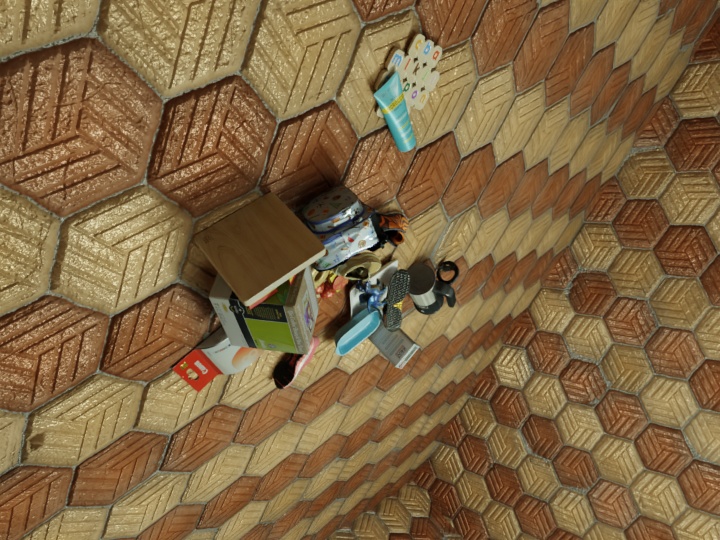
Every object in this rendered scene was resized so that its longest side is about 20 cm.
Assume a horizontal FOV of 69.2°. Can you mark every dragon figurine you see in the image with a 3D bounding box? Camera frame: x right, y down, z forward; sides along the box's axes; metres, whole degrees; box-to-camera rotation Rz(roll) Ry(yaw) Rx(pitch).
[{"bbox_3d":[0.031,0.091,1.602,0.098,0.059,0.203,-27,136,-26],"label":"dragon figurine"}]

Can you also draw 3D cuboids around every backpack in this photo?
[{"bbox_3d":[-0.060,-0.096,1.225,0.189,0.200,0.155,-37,118,-4],"label":"backpack"}]

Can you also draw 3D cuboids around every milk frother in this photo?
[{"bbox_3d":[0.256,0.029,1.852,0.189,0.176,0.204,55,35,-60],"label":"milk frother"}]

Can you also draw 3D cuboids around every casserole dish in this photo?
[{"bbox_3d":[-0.014,0.193,1.688,0.199,0.039,0.122,-37,149,-18],"label":"casserole dish"}]

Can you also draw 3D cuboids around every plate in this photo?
[{"bbox_3d":[0.035,0.072,1.682,0.198,0.032,0.202,-34,147,-26],"label":"plate"}]

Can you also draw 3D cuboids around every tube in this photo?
[{"bbox_3d":[0.085,-0.366,1.226,0.078,0.050,0.201,-49,147,-11],"label":"tube"}]

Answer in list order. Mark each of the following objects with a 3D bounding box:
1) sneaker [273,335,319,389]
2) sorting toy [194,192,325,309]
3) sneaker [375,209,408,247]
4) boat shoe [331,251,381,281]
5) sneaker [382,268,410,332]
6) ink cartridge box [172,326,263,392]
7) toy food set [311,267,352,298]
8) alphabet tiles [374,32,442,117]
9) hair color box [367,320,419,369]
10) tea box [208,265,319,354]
[{"bbox_3d":[-0.186,0.280,1.585,0.202,0.074,0.086,-55,151,11],"label":"sneaker"},{"bbox_3d":[-0.204,-0.037,1.080,0.197,0.200,0.070,-34,152,-22],"label":"sorting toy"},{"bbox_3d":[0.095,-0.110,1.475,0.198,0.112,0.079,-4,129,-51],"label":"sneaker"},{"bbox_3d":[0.000,0.000,1.415,0.198,0.076,0.073,-7,130,-50],"label":"boat shoe"},{"bbox_3d":[0.105,0.092,1.700,0.068,0.090,0.205,9,94,-18],"label":"sneaker"},{"bbox_3d":[-0.355,0.226,1.327,0.200,0.050,0.163,-43,149,-17],"label":"ink cartridge box"},{"bbox_3d":[-0.075,-0.004,1.435,0.198,0.049,0.201,-43,149,-11],"label":"toy food set"},{"bbox_3d":[0.112,-0.443,1.220,0.198,0.015,0.198,-2,128,-52],"label":"alphabet tiles"},{"bbox_3d":[0.093,0.225,1.762,0.099,0.200,0.061,-49,150,3],"label":"hair color box"},{"bbox_3d":[-0.206,0.074,1.173,0.202,0.192,0.136,86,14,-52],"label":"tea box"}]
